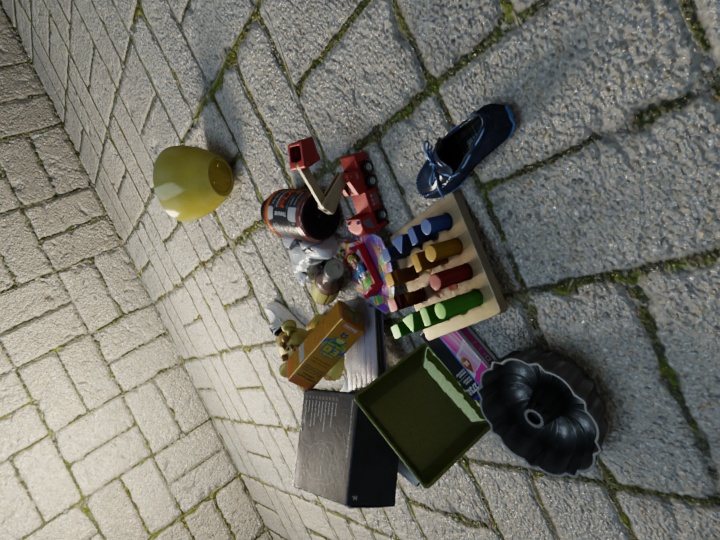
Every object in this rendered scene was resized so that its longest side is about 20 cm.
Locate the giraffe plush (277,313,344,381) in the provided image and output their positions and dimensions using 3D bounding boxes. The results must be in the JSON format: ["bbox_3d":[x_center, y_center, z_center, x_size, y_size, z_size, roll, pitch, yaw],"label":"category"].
[{"bbox_3d":[-0.125,0.179,1.227,0.200,0.160,0.175,-36,62,54],"label":"giraffe plush"}]

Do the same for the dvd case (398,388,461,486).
[{"bbox_3d":[0.101,0.311,1.066,0.149,0.025,0.202,31,104,27],"label":"dvd case"}]

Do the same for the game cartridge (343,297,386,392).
[{"bbox_3d":[0.010,0.161,1.122,0.129,0.038,0.204,-16,76,61],"label":"game cartridge"}]

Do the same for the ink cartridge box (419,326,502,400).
[{"bbox_3d":[0.195,0.163,0.933,0.200,0.037,0.095,49,144,16],"label":"ink cartridge box"}]

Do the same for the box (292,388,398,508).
[{"bbox_3d":[-0.027,0.348,1.047,0.195,0.123,0.203,-13,66,53],"label":"box"}]

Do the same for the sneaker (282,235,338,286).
[{"bbox_3d":[-0.103,-0.025,1.172,0.199,0.074,0.117,18,128,54],"label":"sneaker"}]

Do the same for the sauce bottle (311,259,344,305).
[{"bbox_3d":[-0.067,0.025,1.125,0.067,0.065,0.200,57,161,7],"label":"sauce bottle"}]

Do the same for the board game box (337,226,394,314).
[{"bbox_3d":[0.000,0.000,1.032,0.200,0.038,0.161,32,133,58],"label":"board game box"}]

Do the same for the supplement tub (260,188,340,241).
[{"bbox_3d":[-0.139,-0.121,1.118,0.199,0.106,0.109,11,122,50],"label":"supplement tub"}]

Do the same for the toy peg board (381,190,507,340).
[{"bbox_3d":[0.105,0.008,0.850,0.200,0.097,0.202,-35,73,57],"label":"toy peg board"}]

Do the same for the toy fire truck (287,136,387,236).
[{"bbox_3d":[-0.037,-0.145,0.928,0.048,0.140,0.203,3,116,52],"label":"toy fire truck"}]

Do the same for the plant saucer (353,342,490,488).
[{"bbox_3d":[0.115,0.265,0.964,0.200,0.199,0.048,48,147,20],"label":"plant saucer"}]

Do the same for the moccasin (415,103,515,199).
[{"bbox_3d":[0.128,-0.171,0.740,0.200,0.067,0.081,-48,60,52],"label":"moccasin"}]

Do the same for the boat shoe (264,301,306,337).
[{"bbox_3d":[-0.218,0.160,1.467,0.199,0.068,0.073,40,141,30],"label":"boat shoe"}]

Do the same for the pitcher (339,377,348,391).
[{"bbox_3d":[0.035,0.303,1.184,0.200,0.120,0.173,50,147,37],"label":"pitcher"}]

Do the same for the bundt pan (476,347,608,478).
[{"bbox_3d":[0.282,0.206,0.797,0.200,0.075,0.205,28,131,36],"label":"bundt pan"}]

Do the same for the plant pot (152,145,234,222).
[{"bbox_3d":[-0.418,-0.238,1.372,0.140,0.200,0.203,-5,112,27],"label":"plant pot"}]

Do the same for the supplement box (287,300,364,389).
[{"bbox_3d":[-0.076,0.161,1.107,0.201,0.066,0.069,-51,25,20],"label":"supplement box"}]
